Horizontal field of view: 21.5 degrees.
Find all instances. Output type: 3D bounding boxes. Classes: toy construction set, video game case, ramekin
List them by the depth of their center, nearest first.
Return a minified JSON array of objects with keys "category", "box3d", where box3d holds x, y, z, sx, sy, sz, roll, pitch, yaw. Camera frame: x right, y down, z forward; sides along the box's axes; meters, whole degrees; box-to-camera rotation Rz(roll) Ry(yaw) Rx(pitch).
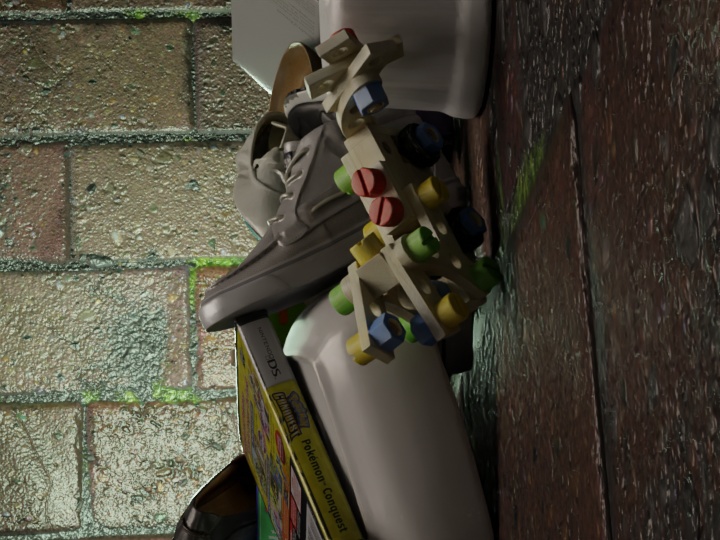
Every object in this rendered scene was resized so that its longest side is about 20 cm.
[{"category":"toy construction set","box3d":[0.016,-0.042,1.125,0.131,0.092,0.201,1,-108,-55]},{"category":"ramekin","box3d":[0.024,-0.196,1.209,0.200,0.097,0.202,178,90,-86]},{"category":"video game case","box3d":[-0.043,0.150,1.303,0.200,0.025,0.181,94,154,-60]}]

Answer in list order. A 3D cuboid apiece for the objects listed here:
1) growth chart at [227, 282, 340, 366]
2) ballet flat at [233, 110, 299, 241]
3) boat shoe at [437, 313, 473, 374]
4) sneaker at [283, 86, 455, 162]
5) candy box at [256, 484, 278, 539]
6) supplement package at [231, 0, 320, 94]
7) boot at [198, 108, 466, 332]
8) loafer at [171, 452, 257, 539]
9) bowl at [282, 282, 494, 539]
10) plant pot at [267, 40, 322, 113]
[{"category":"growth chart","box3d":[-0.044,0.053,1.538,0.200,0.018,0.145,45,-120,-58]},{"category":"ballet flat","box3d":[-0.064,-0.076,1.487,0.200,0.069,0.070,-109,18,-66]},{"category":"boat shoe","box3d":[0.038,0.033,1.323,0.200,0.066,0.074,-153,61,-86]},{"category":"sneaker","box3d":[0.003,-0.098,1.392,0.200,0.075,0.088,-12,84,63]},{"category":"candy box","box3d":[-0.011,0.200,1.537,0.169,0.077,0.201,-14,-76,-60]},{"category":"supplement package","box3d":[-0.036,-0.239,1.672,0.117,0.117,0.200,41,157,18]},{"category":"boot","box3d":[-0.034,-0.040,1.288,0.096,0.199,0.074,62,175,9]},{"category":"loafer","box3d":[-0.080,0.177,1.544,0.200,0.073,0.073,-45,-26,-49]},{"category":"bowl","box3d":[0.008,0.107,1.254,0.200,0.074,0.201,174,78,-77]},{"category":"plant pot","box3d":[-0.050,-0.092,1.607,0.200,0.027,0.201,-176,90,-74]}]
